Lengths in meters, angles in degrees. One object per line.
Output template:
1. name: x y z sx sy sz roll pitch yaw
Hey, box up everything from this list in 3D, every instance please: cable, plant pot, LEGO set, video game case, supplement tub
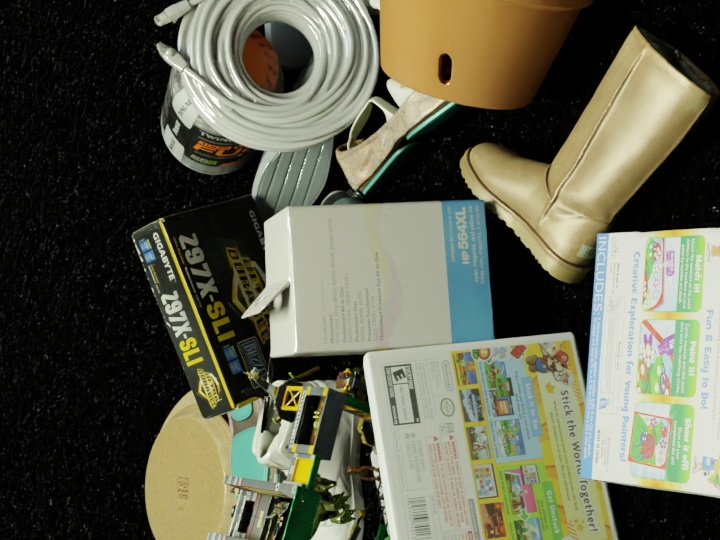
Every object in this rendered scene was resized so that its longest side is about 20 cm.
1. cable: -0.083 -0.214 1.434 0.200 0.200 0.069 53 169 0
2. plant pot: 0.099 -0.226 1.233 0.200 0.199 0.141 40 125 49
3. LEGO set: -0.047 0.183 1.250 0.116 0.153 0.201 -1 76 47
4. video game case: 0.105 0.154 1.162 0.023 0.181 0.201 107 156 -65
5. supplement tub: -0.150 -0.187 1.561 0.200 0.122 0.123 132 138 -73

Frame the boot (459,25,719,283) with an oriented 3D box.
1. boot: 0.187 -0.115 1.196 0.175 0.066 0.200 49 124 32

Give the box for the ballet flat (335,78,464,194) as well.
1. ballet flat: 0.039 -0.148 1.383 0.200 0.068 0.067 -40 82 39

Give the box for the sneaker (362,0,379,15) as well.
1. sneaker: 0.038 -0.282 1.432 0.100 0.078 0.201 -60 33 38

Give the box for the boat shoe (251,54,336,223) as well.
1. boat shoe: -0.060 -0.141 1.542 0.201 0.073 0.067 -62 20 17

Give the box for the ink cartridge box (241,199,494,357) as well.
1. ink cartridge box: 0.000 0.010 1.250 0.129 0.199 0.126 158 110 -76

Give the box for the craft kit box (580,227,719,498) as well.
1. craft kit box: 0.255 0.067 1.080 0.197 0.048 0.201 -1 82 56

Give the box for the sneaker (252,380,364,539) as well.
1. sneaker: -0.058 0.207 1.418 0.074 0.115 0.201 -13 75 50

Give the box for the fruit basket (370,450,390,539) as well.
1. fruit basket: 0.079 0.191 1.278 0.185 0.093 0.201 -52 30 34

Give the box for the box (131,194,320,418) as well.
1. box: -0.133 0.033 1.458 0.049 0.159 0.201 -22 89 34

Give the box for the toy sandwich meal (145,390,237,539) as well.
1. toy sandwich meal: -0.173 0.239 1.613 0.205 0.070 0.206 -8 80 49

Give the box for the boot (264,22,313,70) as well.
1. boot: -0.083 -0.310 1.603 0.095 0.073 0.201 -13 64 58

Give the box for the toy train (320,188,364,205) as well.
1. toy train: 0.000 0.000 1.415 0.114 0.085 0.200 -54 39 13

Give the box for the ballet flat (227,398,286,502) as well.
1. ballet flat: -0.107 0.163 1.522 0.069 0.071 0.201 -23 75 37

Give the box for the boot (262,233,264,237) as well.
1. boot: -0.115 0.031 1.581 0.199 0.070 0.147 -4 87 51
